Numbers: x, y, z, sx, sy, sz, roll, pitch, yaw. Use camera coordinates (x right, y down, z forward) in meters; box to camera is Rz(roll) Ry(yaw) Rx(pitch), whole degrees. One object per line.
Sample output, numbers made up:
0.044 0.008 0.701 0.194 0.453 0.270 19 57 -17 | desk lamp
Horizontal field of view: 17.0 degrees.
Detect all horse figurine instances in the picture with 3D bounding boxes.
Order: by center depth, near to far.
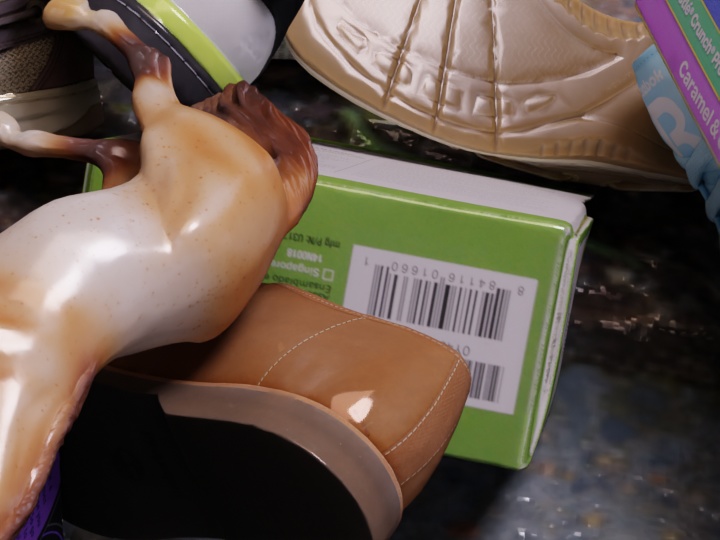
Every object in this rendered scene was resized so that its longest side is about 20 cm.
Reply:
-0.079 -0.005 0.615 0.200 0.050 0.132 -31 53 -34 | horse figurine

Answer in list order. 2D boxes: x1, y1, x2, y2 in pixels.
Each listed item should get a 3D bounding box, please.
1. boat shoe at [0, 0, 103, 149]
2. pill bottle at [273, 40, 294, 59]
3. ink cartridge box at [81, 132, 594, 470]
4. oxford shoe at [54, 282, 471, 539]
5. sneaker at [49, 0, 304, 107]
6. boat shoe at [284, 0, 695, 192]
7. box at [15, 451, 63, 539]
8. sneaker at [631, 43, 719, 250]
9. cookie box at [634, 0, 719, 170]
-0.190 -0.072 0.844 0.199 0.065 0.072 -4 7 -16 | boat shoe
-0.022 -0.136 0.919 0.199 0.112 0.112 3 40 -3 | pill bottle
0.000 0.000 0.799 0.147 0.076 0.200 11 7 7 | ink cartridge box
-0.054 0.031 0.669 0.200 0.071 0.071 13 45 37 | oxford shoe
-0.052 -0.096 0.780 0.083 0.072 0.200 -45 22 1 | sneaker
0.062 -0.065 0.862 0.199 0.069 0.074 16 78 -12 | boat shoe
-0.191 0.066 0.651 0.199 0.122 0.106 16 43 14 | box
0.127 -0.043 0.806 0.082 0.074 0.201 5 70 -13 | sneaker
0.201 -0.036 0.705 0.199 0.075 0.171 14 34 -24 | cookie box
